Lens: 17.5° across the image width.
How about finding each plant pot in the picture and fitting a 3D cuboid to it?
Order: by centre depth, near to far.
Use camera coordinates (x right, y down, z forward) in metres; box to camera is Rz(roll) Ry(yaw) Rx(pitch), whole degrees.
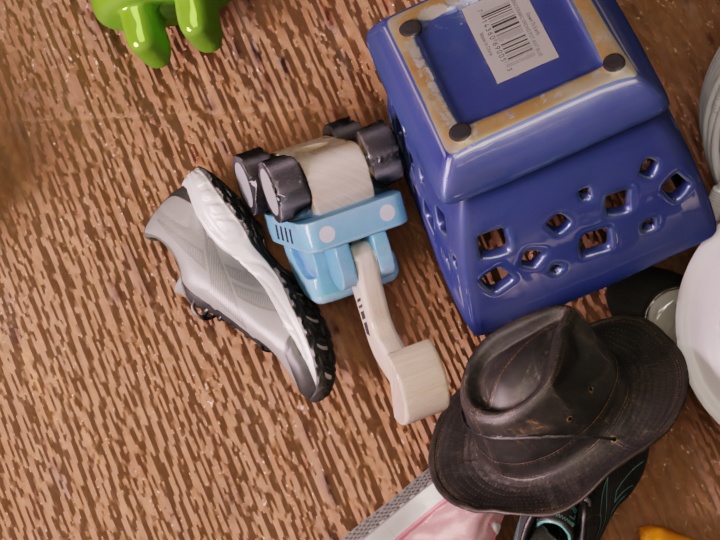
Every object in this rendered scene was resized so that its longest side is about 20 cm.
[{"bbox_3d":[0.121,-0.106,1.664,0.199,0.180,0.201,-23,52,1],"label":"plant pot"}]

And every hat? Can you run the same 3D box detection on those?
[{"bbox_3d":[0.126,0.078,1.644,0.200,0.201,0.081,-30,122,-2],"label":"hat"}]

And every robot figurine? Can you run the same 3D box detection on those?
[{"bbox_3d":[-0.159,-0.260,1.770,0.174,0.116,0.201,-16,80,9],"label":"robot figurine"}]

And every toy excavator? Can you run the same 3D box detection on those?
[{"bbox_3d":[0.000,0.000,1.701,0.099,0.194,0.201,-20,103,-15],"label":"toy excavator"}]

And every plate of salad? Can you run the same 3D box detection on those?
[{"bbox_3d":[0.324,0.040,1.669,0.199,0.048,0.202,-1,78,4],"label":"plate of salad"}]

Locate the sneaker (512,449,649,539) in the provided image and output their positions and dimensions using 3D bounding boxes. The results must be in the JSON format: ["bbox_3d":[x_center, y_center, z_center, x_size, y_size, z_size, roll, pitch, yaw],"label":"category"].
[{"bbox_3d":[0.162,0.162,1.705,0.075,0.079,0.201,21,81,6],"label":"sneaker"}]

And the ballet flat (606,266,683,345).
[{"bbox_3d":[0.268,0.061,1.719,0.200,0.068,0.068,37,87,8],"label":"ballet flat"}]

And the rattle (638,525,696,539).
[{"bbox_3d":[0.312,0.163,1.662,0.143,0.130,0.201,53,131,40],"label":"rattle"}]

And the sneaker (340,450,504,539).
[{"bbox_3d":[0.077,0.194,1.711,0.200,0.075,0.105,-38,94,-9],"label":"sneaker"}]

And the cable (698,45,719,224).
[{"bbox_3d":[0.345,-0.115,1.693,0.198,0.069,0.201,0,122,-6],"label":"cable"}]

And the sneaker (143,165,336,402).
[{"bbox_3d":[-0.087,0.020,1.751,0.079,0.074,0.201,-38,75,6],"label":"sneaker"}]
